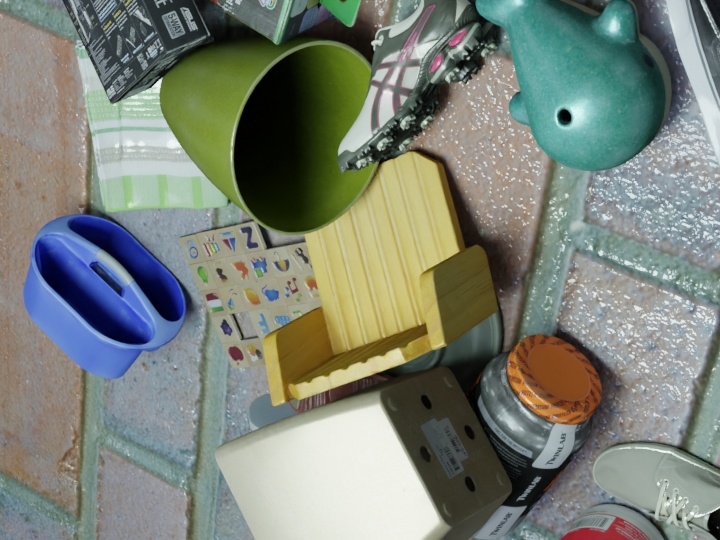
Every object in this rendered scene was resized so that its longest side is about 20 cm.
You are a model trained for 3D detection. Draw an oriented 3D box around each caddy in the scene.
[{"bbox_3d":[-0.295,0.024,1.650,0.200,0.141,0.105,42,133,9],"label":"caddy"}]

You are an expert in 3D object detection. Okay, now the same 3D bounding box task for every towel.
[{"bbox_3d":[-0.219,-0.155,1.531,0.147,0.031,0.202,-1,119,4],"label":"towel"}]

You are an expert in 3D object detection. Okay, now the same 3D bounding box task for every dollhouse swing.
[{"bbox_3d":[0.000,0.000,1.373,0.199,0.181,0.177,-20,93,30],"label":"dollhouse swing"}]

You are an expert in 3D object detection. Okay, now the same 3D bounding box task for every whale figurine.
[{"bbox_3d":[0.173,-0.176,1.236,0.201,0.104,0.159,51,132,2],"label":"whale figurine"}]

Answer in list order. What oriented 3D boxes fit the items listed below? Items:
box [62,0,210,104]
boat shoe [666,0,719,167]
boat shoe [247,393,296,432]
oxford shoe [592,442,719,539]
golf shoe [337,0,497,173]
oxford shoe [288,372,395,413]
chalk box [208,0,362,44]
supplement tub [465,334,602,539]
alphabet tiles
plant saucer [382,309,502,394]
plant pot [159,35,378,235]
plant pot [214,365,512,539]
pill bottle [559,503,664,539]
[{"bbox_3d":[-0.228,-0.261,1.374,0.159,0.049,0.200,65,154,-3],"label":"box"},{"bbox_3d":[0.304,-0.168,1.177,0.066,0.070,0.202,-16,101,22],"label":"boat shoe"},{"bbox_3d":[-0.026,0.194,1.579,0.199,0.075,0.087,6,138,6],"label":"boat shoe"},{"bbox_3d":[0.312,0.220,1.377,0.198,0.058,0.076,18,125,29],"label":"oxford shoe"},{"bbox_3d":[0.039,-0.177,1.342,0.200,0.077,0.088,-46,76,20],"label":"golf shoe"},{"bbox_3d":[0.016,0.130,1.502,0.199,0.074,0.071,14,107,38],"label":"oxford shoe"},{"bbox_3d":[-0.071,-0.302,1.333,0.199,0.124,0.126,33,128,16],"label":"chalk box"},{"bbox_3d":[0.150,0.163,1.419,0.122,0.122,0.201,40,131,11],"label":"supplement tub"},{"bbox_3d":[-0.108,0.026,1.595,0.199,0.008,0.169,-9,107,43],"label":"alphabet tiles"},{"bbox_3d":[0.049,0.053,1.481,0.198,0.050,0.202,16,122,27],"label":"plant saucer"},{"bbox_3d":[-0.107,-0.155,1.416,0.199,0.186,0.189,27,129,45],"label":"plant pot"},{"bbox_3d":[0.021,0.198,1.347,0.176,0.199,0.201,-34,79,31],"label":"plant pot"},{"bbox_3d":[0.219,0.325,1.402,0.111,0.200,0.113,16,122,28],"label":"pill bottle"}]
